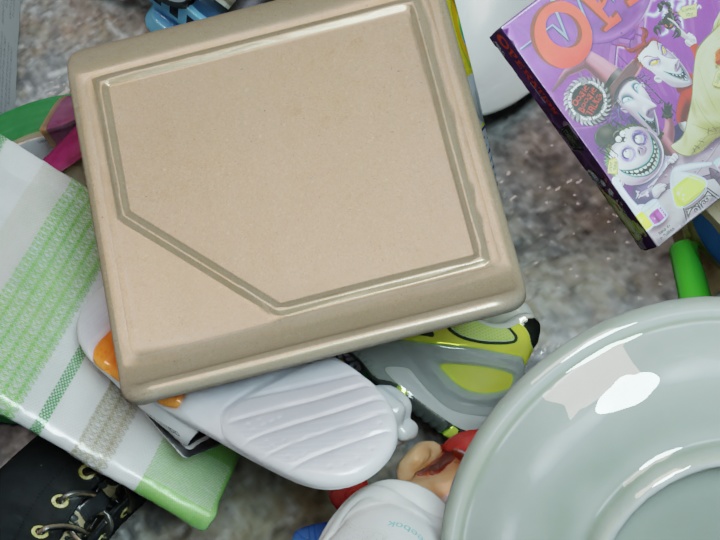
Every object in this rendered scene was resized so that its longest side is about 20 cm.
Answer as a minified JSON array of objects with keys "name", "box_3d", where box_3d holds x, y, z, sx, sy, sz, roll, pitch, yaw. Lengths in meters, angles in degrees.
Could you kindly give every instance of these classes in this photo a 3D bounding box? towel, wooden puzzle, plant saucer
[{"name":"towel","box_3d":[-0.138,0.028,0.898,0.199,0.031,0.150,33,45,-7]},{"name":"wooden puzzle","box_3d":[-0.033,-0.042,0.841,0.184,0.037,0.201,-14,61,1]},{"name":"plant saucer","box_3d":[0.134,0.110,0.753,0.199,0.201,0.050,-28,30,-2]}]

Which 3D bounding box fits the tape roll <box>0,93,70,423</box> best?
[{"name":"tape roll","box_3d":[-0.175,-0.010,1.040,0.199,0.048,0.201,-9,54,13]}]

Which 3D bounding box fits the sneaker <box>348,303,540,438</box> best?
[{"name":"sneaker","box_3d":[0.000,0.000,0.901,0.077,0.200,0.075,-52,11,7]}]

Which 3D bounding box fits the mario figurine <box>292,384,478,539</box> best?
[{"name":"mario figurine","box_3d":[0.001,0.136,0.836,0.199,0.124,0.106,-28,39,3]}]

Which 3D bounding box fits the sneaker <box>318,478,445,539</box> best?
[{"name":"sneaker","box_3d":[-0.028,0.183,0.781,0.070,0.201,0.080,28,21,1]}]

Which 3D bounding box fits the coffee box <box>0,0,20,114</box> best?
[{"name":"coffee box","box_3d":[-0.341,-0.176,1.116,0.197,0.200,0.200,-13,53,10]}]

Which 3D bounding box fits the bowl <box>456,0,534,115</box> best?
[{"name":"bowl","box_3d":[0.023,-0.181,1.030,0.090,0.201,0.202,-8,46,54]}]

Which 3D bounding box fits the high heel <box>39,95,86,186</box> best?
[{"name":"high heel","box_3d":[-0.143,-0.033,0.969,0.096,0.068,0.201,-9,50,25]}]

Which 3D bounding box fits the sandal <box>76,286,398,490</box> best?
[{"name":"sandal","box_3d":[-0.058,0.060,0.838,0.079,0.059,0.206,-35,43,-22]}]

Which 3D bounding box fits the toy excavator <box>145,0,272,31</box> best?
[{"name":"toy excavator","box_3d":[-0.123,-0.187,1.121,0.194,0.200,0.100,36,64,-12]}]

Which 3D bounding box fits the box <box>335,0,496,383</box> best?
[{"name":"box","box_3d":[0.012,-0.043,0.941,0.117,0.201,0.048,-11,12,11]}]

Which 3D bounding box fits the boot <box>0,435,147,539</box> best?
[{"name":"boot","box_3d":[-0.138,0.123,0.884,0.154,0.074,0.203,-41,24,-16]}]

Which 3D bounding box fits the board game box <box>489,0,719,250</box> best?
[{"name":"board game box","box_3d":[0.171,-0.116,0.810,0.200,0.032,0.120,-38,89,-8]}]

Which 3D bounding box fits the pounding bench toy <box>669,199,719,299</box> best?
[{"name":"pounding bench toy","box_3d":[0.201,0.000,0.858,0.200,0.124,0.156,-34,52,-6]}]
